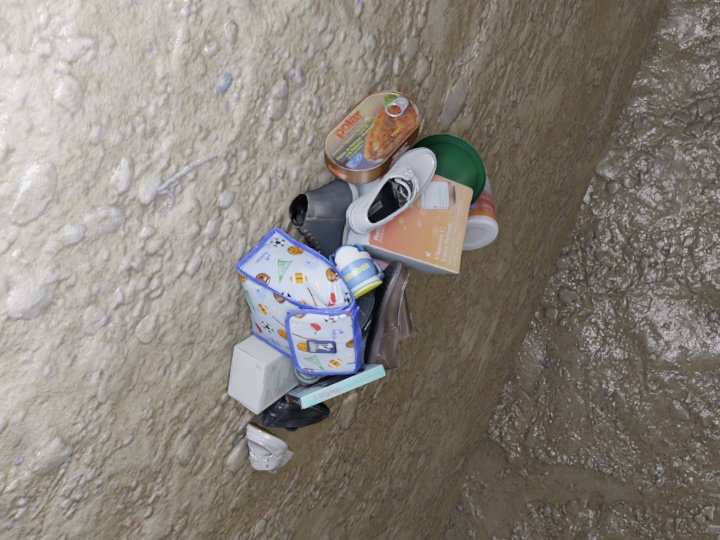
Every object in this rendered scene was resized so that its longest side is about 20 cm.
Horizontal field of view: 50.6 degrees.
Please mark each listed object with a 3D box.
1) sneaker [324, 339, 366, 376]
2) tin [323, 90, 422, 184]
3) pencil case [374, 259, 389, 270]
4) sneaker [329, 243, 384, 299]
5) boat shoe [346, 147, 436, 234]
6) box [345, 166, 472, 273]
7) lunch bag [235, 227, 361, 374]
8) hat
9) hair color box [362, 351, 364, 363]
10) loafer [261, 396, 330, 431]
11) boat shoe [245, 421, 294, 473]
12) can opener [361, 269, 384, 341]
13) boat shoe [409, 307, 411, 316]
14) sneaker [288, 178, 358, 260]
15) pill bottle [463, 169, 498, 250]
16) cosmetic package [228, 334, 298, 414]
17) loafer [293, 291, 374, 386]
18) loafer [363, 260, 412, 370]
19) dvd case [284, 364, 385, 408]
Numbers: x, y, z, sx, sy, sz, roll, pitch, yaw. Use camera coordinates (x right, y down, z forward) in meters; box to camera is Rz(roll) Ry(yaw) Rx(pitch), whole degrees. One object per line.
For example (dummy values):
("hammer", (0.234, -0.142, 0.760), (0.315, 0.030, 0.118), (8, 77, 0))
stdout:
("sneaker", (-0.027, 0.143, 1.454), (0.079, 0.128, 0.205), (-23, 134, -58))
("tin", (0.020, -0.216, 1.223), (0.200, 0.111, 0.042), (-48, 162, -30))
("pencil case", (0.000, 0.000, 1.402), (0.199, 0.087, 0.089), (-38, 146, -33))
("sneaker", (-0.008, -0.005, 1.229), (0.073, 0.083, 0.200), (-33, -178, -2))
("boat shoe", (0.061, -0.130, 1.202), (0.199, 0.065, 0.073), (-38, 106, -27))
("box", (0.078, -0.091, 1.314), (0.196, 0.105, 0.157), (15, 82, -31))
("lunch bag", (-0.084, 0.063, 1.174), (0.124, 0.197, 0.172), (-47, 153, -30))
("hat", (0.127, -0.130, 1.424), (0.200, 0.165, 0.177), (-43, -169, 43))
("hair color box", (0.004, 0.096, 1.508), (0.061, 0.100, 0.205), (-16, 129, -60))
("loafer", (-0.125, 0.272, 1.465), (0.071, 0.068, 0.200), (-57, 152, 5))
("boat shoe", (-0.175, 0.340, 1.416), (0.070, 0.070, 0.201), (-57, 156, -17))
("can opener", (-0.002, 0.089, 1.374), (0.202, 0.053, 0.067), (-53, -172, -8))
("boat shoe", (0.069, 0.072, 1.654), (0.063, 0.071, 0.199), (-62, 154, 4))
("sneaker", (-0.078, -0.058, 1.247), (0.104, 0.075, 0.204), (-16, 135, -37))
("pill bottle", (0.218, -0.155, 1.590), (0.113, 0.109, 0.205), (70, 12, -59))
("cosmetic package", (-0.133, 0.147, 1.311), (0.199, 0.072, 0.106), (-28, 138, -52))
("loafer", (-0.049, 0.111, 1.303), (0.201, 0.071, 0.063), (-51, 173, -22))
("loafer", (0.056, 0.081, 1.313), (0.073, 0.069, 0.205), (-107, -152, -67))
("dvd case", (-0.048, 0.190, 1.267), (0.143, 0.023, 0.200), (-20, 177, -14))
